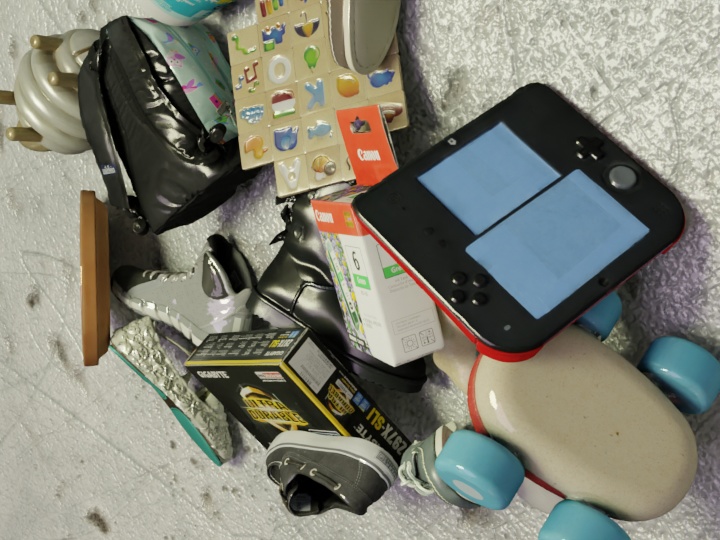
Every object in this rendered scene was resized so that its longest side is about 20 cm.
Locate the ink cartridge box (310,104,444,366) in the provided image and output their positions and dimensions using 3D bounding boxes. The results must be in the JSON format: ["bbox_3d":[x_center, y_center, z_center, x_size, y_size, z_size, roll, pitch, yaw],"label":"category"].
[{"bbox_3d":[0.004,-0.030,0.865,0.109,0.050,0.200,-165,58,-70],"label":"ink cartridge box"}]

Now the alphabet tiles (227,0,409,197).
[{"bbox_3d":[-0.041,-0.171,0.947,0.166,0.006,0.200,-12,79,24],"label":"alphabet tiles"}]

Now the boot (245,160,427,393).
[{"bbox_3d":[0.001,0.000,0.970,0.198,0.073,0.163,29,102,10],"label":"boot"}]

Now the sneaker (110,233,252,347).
[{"bbox_3d":[-0.183,0.005,1.150,0.200,0.075,0.116,26,110,28],"label":"sneaker"}]

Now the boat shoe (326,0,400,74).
[{"bbox_3d":[-0.006,-0.266,0.893,0.059,0.072,0.200,9,101,34],"label":"boat shoe"}]

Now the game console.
[{"bbox_3d":[0.120,-0.041,0.785,0.177,0.200,0.031,48,157,19],"label":"game console"}]

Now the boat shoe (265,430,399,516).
[{"bbox_3d":[-0.041,0.192,0.959,0.070,0.066,0.200,50,151,-20],"label":"boat shoe"}]

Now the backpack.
[{"bbox_3d":[-0.190,-0.156,1.059,0.167,0.127,0.200,-33,81,33],"label":"backpack"}]

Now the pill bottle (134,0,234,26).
[{"bbox_3d":[-0.123,-0.305,0.963,0.200,0.111,0.111,-16,92,43],"label":"pill bottle"}]

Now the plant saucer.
[{"bbox_3d":[-0.302,0.009,1.211,0.200,0.032,0.200,180,90,-77],"label":"plant saucer"}]

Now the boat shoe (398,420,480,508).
[{"bbox_3d":[0.067,0.171,0.891,0.062,0.200,0.073,-33,85,4],"label":"boat shoe"}]

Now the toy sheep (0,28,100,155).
[{"bbox_3d":[-0.309,-0.196,1.148,0.200,0.138,0.138,-36,79,33],"label":"toy sheep"}]

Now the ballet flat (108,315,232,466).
[{"bbox_3d":[-0.195,0.131,1.184,0.072,0.072,0.200,-24,110,43],"label":"ballet flat"}]

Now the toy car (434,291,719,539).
[{"bbox_3d":[0.151,0.132,0.841,0.177,0.184,0.200,34,159,3],"label":"toy car"}]

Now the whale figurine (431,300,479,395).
[{"bbox_3d":[0.095,0.006,0.884,0.159,0.104,0.200,-138,34,-57],"label":"whale figurine"}]

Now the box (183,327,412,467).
[{"bbox_3d":[-0.063,0.127,1.014,0.160,0.049,0.200,48,152,-21],"label":"box"}]
